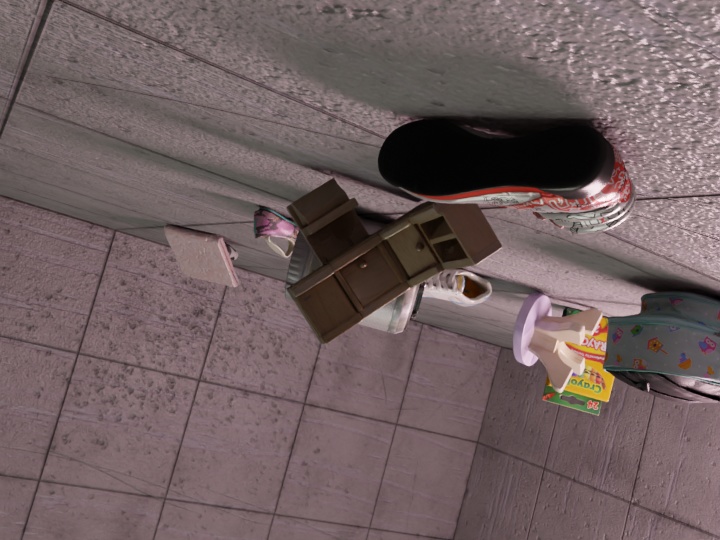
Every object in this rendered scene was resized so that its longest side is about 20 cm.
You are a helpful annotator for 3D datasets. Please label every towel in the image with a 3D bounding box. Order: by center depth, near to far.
[{"bbox_3d":[-0.452,-0.042,2.185,0.200,0.032,0.191,12,139,25],"label":"towel"}]

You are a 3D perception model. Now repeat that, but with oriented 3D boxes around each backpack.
[{"bbox_3d":[0.446,0.108,1.067,0.200,0.153,0.176,7,175,-17],"label":"backpack"}]

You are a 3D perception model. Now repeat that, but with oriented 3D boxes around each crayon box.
[{"bbox_3d":[0.465,0.190,1.588,0.127,0.200,0.051,14,174,6],"label":"crayon box"}]

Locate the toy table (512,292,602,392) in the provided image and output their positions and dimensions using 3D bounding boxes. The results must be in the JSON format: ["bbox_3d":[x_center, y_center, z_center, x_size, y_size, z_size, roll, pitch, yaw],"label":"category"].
[{"bbox_3d":[0.377,0.135,1.484,0.117,0.184,0.200,23,169,28],"label":"toy table"}]

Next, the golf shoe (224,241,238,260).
[{"bbox_3d":[-0.454,-0.056,2.281,0.200,0.078,0.094,13,174,35],"label":"golf shoe"}]

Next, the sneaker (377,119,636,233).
[{"bbox_3d":[0.118,-0.071,0.618,0.201,0.067,0.108,8,168,38],"label":"sneaker"}]

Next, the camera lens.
[{"bbox_3d":[0.000,0.000,1.167,0.200,0.160,0.160,15,174,3],"label":"camera lens"}]

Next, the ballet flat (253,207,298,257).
[{"bbox_3d":[-0.121,-0.055,1.409,0.069,0.071,0.200,9,172,45],"label":"ballet flat"}]

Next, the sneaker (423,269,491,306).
[{"bbox_3d":[0.153,0.019,1.447,0.200,0.077,0.081,11,168,-22],"label":"sneaker"}]

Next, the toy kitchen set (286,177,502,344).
[{"bbox_3d":[0.008,-0.036,0.863,0.163,0.200,0.180,58,168,-4],"label":"toy kitchen set"}]
